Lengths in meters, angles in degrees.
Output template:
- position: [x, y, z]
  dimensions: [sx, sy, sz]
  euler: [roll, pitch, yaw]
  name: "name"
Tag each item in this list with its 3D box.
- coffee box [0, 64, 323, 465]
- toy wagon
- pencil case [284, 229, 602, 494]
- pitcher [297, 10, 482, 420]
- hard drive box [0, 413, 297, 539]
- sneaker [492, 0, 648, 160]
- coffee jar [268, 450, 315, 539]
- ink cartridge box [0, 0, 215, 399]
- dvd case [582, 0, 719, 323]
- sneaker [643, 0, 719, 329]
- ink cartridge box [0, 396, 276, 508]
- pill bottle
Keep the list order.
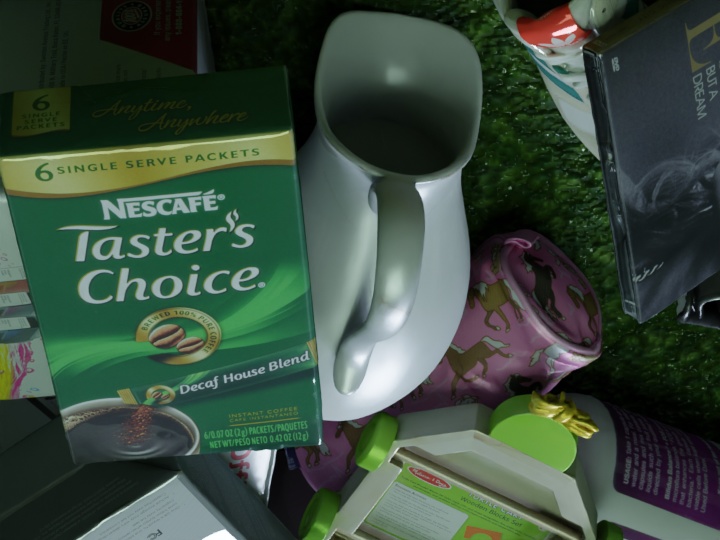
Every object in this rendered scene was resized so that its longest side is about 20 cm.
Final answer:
- position: [-0.082, 0.004, 0.843]
  dimensions: [0.123, 0.044, 0.200]
  euler: [-4, 136, -2]
  name: "coffee box"
- position: [0.066, 0.128, 1.071]
  dimensions: [0.155, 0.040, 0.200]
  euler: [26, 126, -11]
  name: "toy wagon"
- position: [0.045, 0.057, 1.096]
  dimensions: [0.086, 0.083, 0.200]
  euler: [30, 128, -31]
  name: "pencil case"
- position: [0.000, 0.000, 0.964]
  dimensions: [0.121, 0.172, 0.200]
  euler: [11, 135, -6]
  name: "pitcher"
- position: [-0.121, 0.164, 1.002]
  dimensions: [0.156, 0.077, 0.200]
  euler: [-32, 138, 2]
  name: "hard drive box"
- position: [0.096, -0.105, 0.874]
  dimensions: [0.070, 0.093, 0.200]
  euler: [-18, 114, 26]
  name: "sneaker"
- position: [-0.046, 0.207, 1.236]
  dimensions: [0.085, 0.104, 0.200]
  euler: [-11, 138, -6]
  name: "coffee jar"
- position: [-0.167, -0.036, 0.933]
  dimensions: [0.200, 0.145, 0.145]
  euler: [-4, 137, 1]
  name: "ink cartridge box"
- position: [0.190, -0.083, 0.902]
  dimensions: [0.200, 0.016, 0.149]
  euler: [-32, 129, -23]
  name: "dvd case"
- position: [0.180, -0.048, 0.967]
  dimensions: [0.076, 0.115, 0.201]
  euler: [-11, 137, 8]
  name: "sneaker"
- position: [-0.157, 0.115, 1.056]
  dimensions: [0.200, 0.084, 0.145]
  euler: [-8, 135, -21]
  name: "ink cartridge box"
- position: [0.148, 0.138, 1.170]
  dimensions: [0.200, 0.112, 0.112]
  euler: [22, 132, -24]
  name: "pill bottle"
